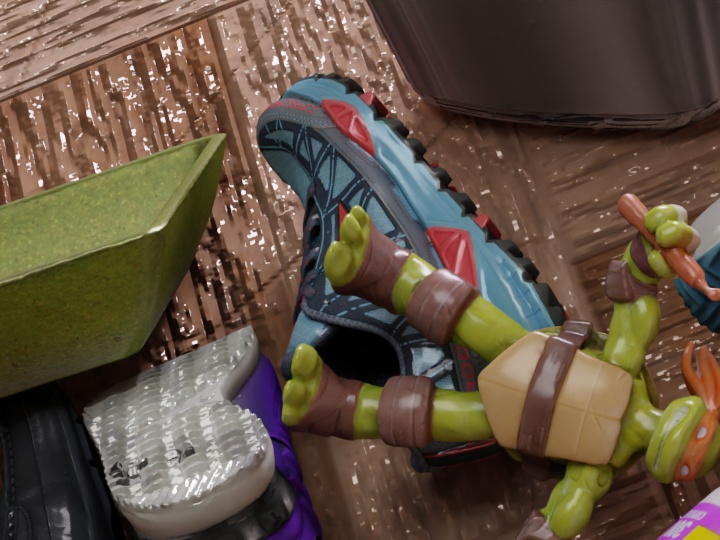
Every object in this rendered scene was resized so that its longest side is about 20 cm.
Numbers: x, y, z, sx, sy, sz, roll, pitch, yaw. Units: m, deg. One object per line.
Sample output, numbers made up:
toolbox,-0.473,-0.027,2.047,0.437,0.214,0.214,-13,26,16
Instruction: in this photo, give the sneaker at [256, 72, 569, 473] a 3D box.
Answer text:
sneaker,0.000,0.000,1.120,0.095,0.079,0.200,-36,46,-7

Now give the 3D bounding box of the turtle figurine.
turtle figurine,0.063,0.033,1.020,0.161,0.064,0.201,19,99,14

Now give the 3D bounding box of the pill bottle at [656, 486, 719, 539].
pill bottle,0.079,0.165,0.918,0.200,0.104,0.104,-39,46,-12

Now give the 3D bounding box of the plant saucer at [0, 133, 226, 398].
plant saucer,-0.148,0.015,1.144,0.199,0.048,0.200,-18,11,8

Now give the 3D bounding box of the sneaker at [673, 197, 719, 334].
sneaker,0.196,-0.040,1.079,0.200,0.077,0.081,-29,38,-12

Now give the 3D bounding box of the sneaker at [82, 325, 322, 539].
sneaker,-0.049,0.090,1.064,0.069,0.100,0.200,-24,15,3

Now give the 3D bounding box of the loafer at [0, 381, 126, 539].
loafer,-0.116,0.118,1.072,0.070,0.068,0.201,-16,49,-4

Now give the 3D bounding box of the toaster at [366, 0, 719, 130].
toaster,0.073,-0.131,1.169,0.199,0.129,0.114,4,51,26
